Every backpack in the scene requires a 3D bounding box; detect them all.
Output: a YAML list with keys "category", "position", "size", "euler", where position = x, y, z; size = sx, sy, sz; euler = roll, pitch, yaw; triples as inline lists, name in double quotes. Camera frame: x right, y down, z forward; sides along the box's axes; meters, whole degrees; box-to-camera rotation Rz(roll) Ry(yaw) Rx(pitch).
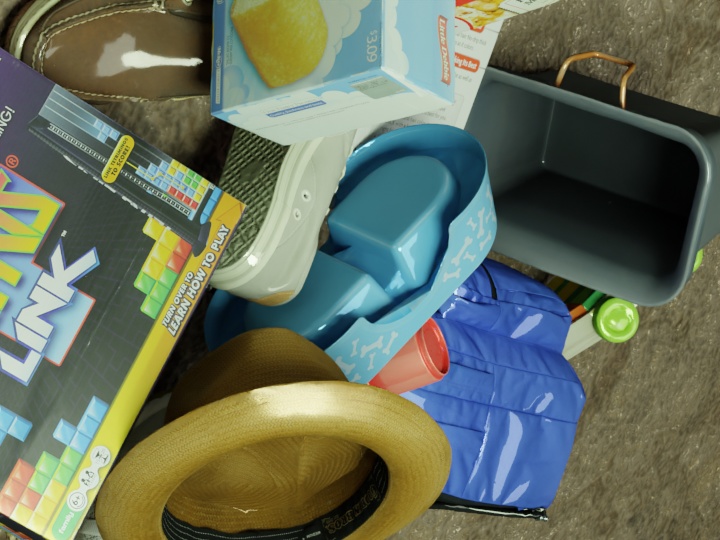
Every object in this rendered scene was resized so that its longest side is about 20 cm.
- category: "backpack"
  position: [0.028, 0.064, 1.159]
  size: [0.199, 0.162, 0.169]
  euler: [9, 95, -39]

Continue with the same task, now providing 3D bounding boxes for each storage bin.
- category: "storage bin"
  position: [0.170, -0.083, 1.221]
  size: [0.134, 0.199, 0.146]
  euler: [-25, 130, -54]

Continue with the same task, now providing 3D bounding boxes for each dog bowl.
- category: "dog bowl"
  position: [0.000, 0.000, 1.015]
  size: [0.200, 0.111, 0.050]
  euler: [-45, 131, -18]

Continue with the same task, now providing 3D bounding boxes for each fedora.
- category: "fedora"
  position: [-0.050, 0.091, 0.920]
  size: [0.199, 0.082, 0.201]
  euler: [-9, 146, -6]

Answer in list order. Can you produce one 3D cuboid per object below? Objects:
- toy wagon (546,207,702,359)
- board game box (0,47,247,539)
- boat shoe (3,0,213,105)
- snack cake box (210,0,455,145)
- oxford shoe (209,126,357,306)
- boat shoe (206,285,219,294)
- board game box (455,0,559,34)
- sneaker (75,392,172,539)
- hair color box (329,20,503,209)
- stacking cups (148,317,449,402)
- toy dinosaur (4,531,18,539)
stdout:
- category: "toy wagon"
  position: [0.204, -0.008, 1.327]
  size: [0.200, 0.155, 0.040]
  euler: [-45, 100, -9]
- category: "board game box"
  position: [-0.173, 0.012, 0.864]
  size: [0.165, 0.057, 0.201]
  euler: [32, 70, -18]
- category: "boat shoe"
  position: [-0.096, -0.127, 0.957]
  size: [0.202, 0.075, 0.075]
  euler: [-19, 125, -43]
- category: "snack cake box"
  position: [-0.014, -0.177, 0.923]
  size: [0.067, 0.115, 0.201]
  euler: [19, 66, -50]
- category: "oxford shoe"
  position: [-0.037, -0.061, 1.013]
  size: [0.058, 0.075, 0.201]
  euler: [48, 50, -37]
- category: "boat shoe"
  position: [-0.127, -0.009, 1.004]
  size: [0.200, 0.070, 0.067]
  euler: [3, 108, -59]
- category: "board game box"
  position: [0.061, -0.211, 0.952]
  size: [0.046, 0.199, 0.152]
  euler: [14, 67, -53]
- category: "sneaker"
  position: [-0.127, 0.152, 1.016]
  size: [0.075, 0.082, 0.200]
  euler: [28, 115, -29]
- category: "hair color box"
  position: [0.025, -0.136, 1.108]
  size: [0.111, 0.064, 0.201]
  euler: [9, 105, -52]
- category: "stacking cups"
  position: [-0.042, 0.073, 1.052]
  size: [0.061, 0.199, 0.061]
  euler: [56, 23, -38]
- category: "toy dinosaur"
  position: [-0.196, 0.089, 0.980]
  size: [0.101, 0.058, 0.201]
  euler: [2, 109, -49]
